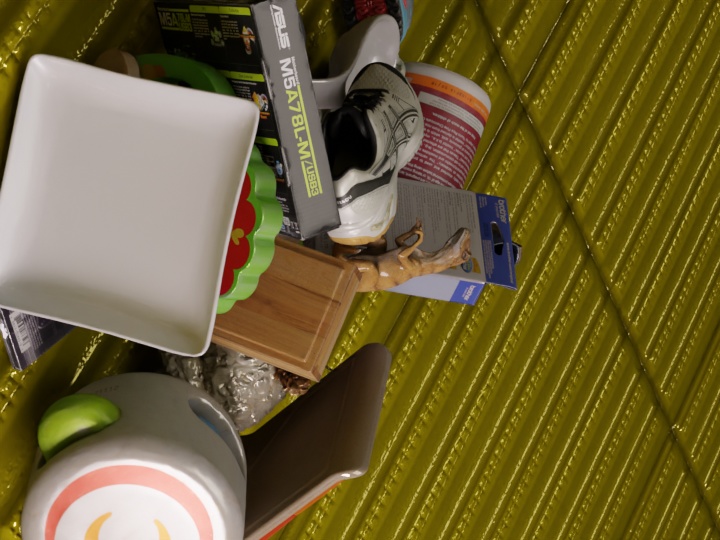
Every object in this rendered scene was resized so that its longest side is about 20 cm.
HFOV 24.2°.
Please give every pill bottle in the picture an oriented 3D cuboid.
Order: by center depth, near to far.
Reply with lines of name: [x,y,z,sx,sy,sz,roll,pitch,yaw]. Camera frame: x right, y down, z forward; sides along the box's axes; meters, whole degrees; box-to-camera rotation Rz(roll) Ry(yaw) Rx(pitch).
pill bottle: [0.053,-0.102,1.730,0.113,0.112,0.202,35,72,-55]

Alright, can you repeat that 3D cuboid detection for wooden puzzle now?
wooden puzzle: [-0.056,0.169,1.504,0.037,0.199,0.186,45,29,-20]

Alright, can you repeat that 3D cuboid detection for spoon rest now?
spoon rest: [-0.017,-0.179,1.538,0.199,0.060,0.100,-25,133,-52]

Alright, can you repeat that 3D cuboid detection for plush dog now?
plush dog: [-0.136,0.115,1.527,0.172,0.161,0.199,-51,146,11]

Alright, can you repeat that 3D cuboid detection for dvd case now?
dvd case: [-0.240,-0.032,1.411,0.200,0.016,0.150,-42,133,-39]

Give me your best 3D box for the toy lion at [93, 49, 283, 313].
toy lion: [-0.141,-0.070,1.354,0.068,0.190,0.203,5,94,-54]

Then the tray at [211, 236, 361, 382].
tray: [-0.109,0.012,1.423,0.037,0.198,0.099,58,53,-68]

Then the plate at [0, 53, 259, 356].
plate: [-0.186,-0.052,1.310,0.032,0.197,0.202,6,97,-77]

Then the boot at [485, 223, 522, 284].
boot: [0.060,-0.018,1.625,0.198,0.097,0.076,-16,116,-28]

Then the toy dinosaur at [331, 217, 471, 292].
toy dinosaur: [0.000,0.000,1.465,0.061,0.198,0.107,-96,168,-45]

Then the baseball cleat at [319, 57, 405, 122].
baseball cleat: [-0.022,-0.145,1.662,0.200,0.069,0.107,-47,163,-46]

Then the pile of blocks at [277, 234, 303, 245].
pile of blocks: [-0.071,-0.010,1.624,0.200,0.062,0.083,30,81,-60]

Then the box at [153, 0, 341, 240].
box: [-0.096,-0.134,1.396,0.047,0.199,0.195,-18,106,-26]

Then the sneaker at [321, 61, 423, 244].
sneaker: [0.006,-0.120,1.434,0.088,0.075,0.201,69,22,-45]

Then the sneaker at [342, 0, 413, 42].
sneaker: [0.018,-0.322,1.654,0.096,0.078,0.202,-53,147,-60]

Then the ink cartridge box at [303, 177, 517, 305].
ink cartridge box: [0.044,-0.032,1.564,0.042,0.198,0.120,111,-18,-46]

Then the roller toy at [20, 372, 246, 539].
roller toy: [-0.187,0.188,1.407,0.140,0.180,0.202,-95,-161,-64]

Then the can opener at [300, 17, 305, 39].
can opener: [-0.084,-0.155,1.550,0.053,0.066,0.202,-28,124,-47]
